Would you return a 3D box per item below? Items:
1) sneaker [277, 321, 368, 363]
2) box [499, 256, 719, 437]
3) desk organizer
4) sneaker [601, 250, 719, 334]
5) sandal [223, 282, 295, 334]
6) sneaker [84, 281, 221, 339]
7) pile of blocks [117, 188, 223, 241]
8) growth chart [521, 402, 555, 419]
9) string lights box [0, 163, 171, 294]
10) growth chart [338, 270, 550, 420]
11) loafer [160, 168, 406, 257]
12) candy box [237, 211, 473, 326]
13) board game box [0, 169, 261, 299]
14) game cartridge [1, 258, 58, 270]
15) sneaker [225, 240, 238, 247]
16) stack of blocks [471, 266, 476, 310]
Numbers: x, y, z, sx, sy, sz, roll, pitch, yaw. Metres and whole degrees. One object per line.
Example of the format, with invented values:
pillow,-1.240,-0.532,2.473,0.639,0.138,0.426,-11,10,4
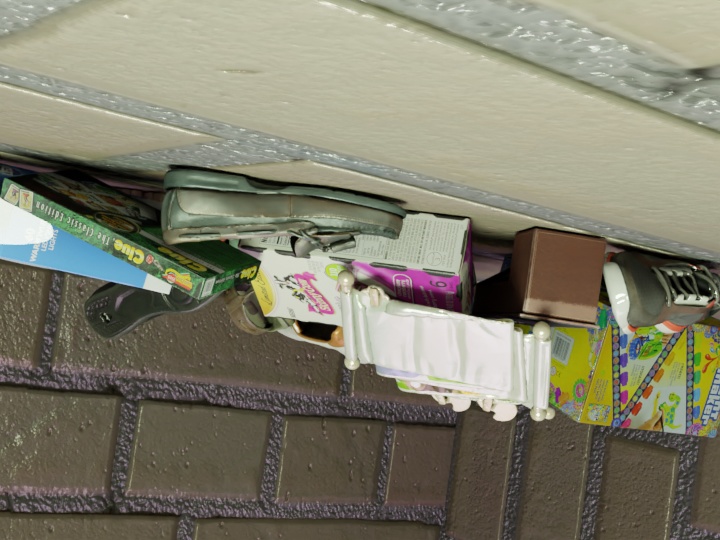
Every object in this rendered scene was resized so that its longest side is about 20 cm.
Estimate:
sneaker,-0.061,0.042,1.248,0.199,0.073,0.084,17,170,47
box,0.267,0.081,1.203,0.191,0.123,0.200,10,-169,-29
desk organizer,0.162,0.010,1.038,0.071,0.078,0.200,9,177,-7
sneaker,0.283,0.012,1.009,0.081,0.078,0.199,-18,168,32
sandal,-0.118,0.040,1.200,0.057,0.080,0.201,-27,175,-17
sneaker,-0.209,0.006,1.233,0.199,0.076,0.114,-24,-164,35
pile of blocks,-0.213,-0.046,1.138,0.198,0.063,0.082,8,176,10
growth chart,0.101,0.096,1.107,0.199,0.018,0.144,28,179,-43
string lights box,-0.268,-0.043,1.011,0.199,0.059,0.103,13,-163,-22
growth chart,0.073,0.073,0.970,0.198,0.018,0.145,13,139,8
loafer,-0.064,-0.037,0.904,0.198,0.063,0.072,9,175,-4
candy box,0.000,0.000,1.010,0.198,0.061,0.137,8,152,12
board game box,-0.191,-0.034,0.931,0.199,0.024,0.105,26,-166,16
game cartridge,-0.334,-0.048,1.146,0.199,0.041,0.133,10,-151,-40
sneaker,-0.164,-0.022,1.323,0.118,0.074,0.200,8,172,-34
stack of blocks,0.089,0.040,1.289,0.058,0.116,0.200,-8,-171,20
